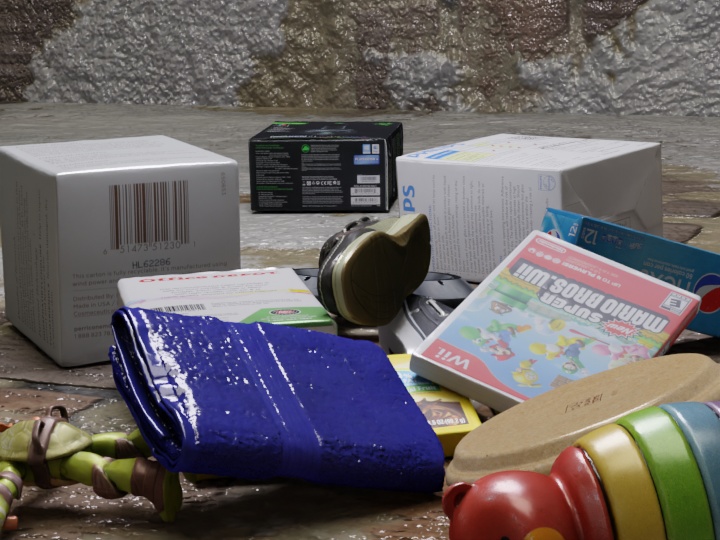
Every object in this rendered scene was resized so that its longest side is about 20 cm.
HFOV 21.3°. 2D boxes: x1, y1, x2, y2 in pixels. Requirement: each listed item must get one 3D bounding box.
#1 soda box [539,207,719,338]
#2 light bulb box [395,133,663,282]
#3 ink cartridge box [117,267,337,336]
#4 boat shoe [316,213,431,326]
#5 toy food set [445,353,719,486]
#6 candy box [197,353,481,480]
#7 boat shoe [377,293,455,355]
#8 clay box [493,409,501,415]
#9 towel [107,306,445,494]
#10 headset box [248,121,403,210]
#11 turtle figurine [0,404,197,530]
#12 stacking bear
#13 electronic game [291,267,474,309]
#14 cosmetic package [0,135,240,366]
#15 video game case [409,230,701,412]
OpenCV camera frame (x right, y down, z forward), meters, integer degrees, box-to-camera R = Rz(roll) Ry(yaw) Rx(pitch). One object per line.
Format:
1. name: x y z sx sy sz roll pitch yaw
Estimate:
1. soda box: 0.240 0.006 1.576 0.200 0.068 0.064 14 3 -24
2. light bulb box: 0.173 -0.063 1.945 0.200 0.125 0.198 6 14 39
3. ink cartridge box: -0.105 0.059 1.458 0.145 0.084 0.200 -4 12 -11
4. boat shoe: 0.000 -0.001 1.466 0.066 0.072 0.201 -2 12 20
5. toy food set: 0.148 0.103 1.196 0.198 0.049 0.200 -21 4 -3
6. candy box: -0.024 0.098 1.325 0.200 0.026 0.102 -4 30 -13
7. boat shoe: 0.054 0.055 1.489 0.068 0.072 0.200 -8 14 -7
8. clay box: 0.147 0.066 1.484 0.115 0.048 0.200 -1 12 -5
9. towel: -0.055 0.089 1.224 0.200 0.050 0.148 9 32 -31
10. headset box: -0.039 -0.134 2.424 0.174 0.093 0.200 1 11 8
11. turtle figurine: -0.187 0.117 1.225 0.161 0.065 0.200 0 11 10
12. stacking bear: 0.145 0.130 1.020 0.200 0.122 0.114 -11 15 -9
13. electronic game: 0.009 0.022 1.744 0.200 0.042 0.200 2 4 0
14. cosmetic package: -0.214 -0.024 1.689 0.167 0.167 0.200 -6 13 -23
15. video game case: 0.144 0.045 1.388 0.143 0.017 0.200 23 38 21
